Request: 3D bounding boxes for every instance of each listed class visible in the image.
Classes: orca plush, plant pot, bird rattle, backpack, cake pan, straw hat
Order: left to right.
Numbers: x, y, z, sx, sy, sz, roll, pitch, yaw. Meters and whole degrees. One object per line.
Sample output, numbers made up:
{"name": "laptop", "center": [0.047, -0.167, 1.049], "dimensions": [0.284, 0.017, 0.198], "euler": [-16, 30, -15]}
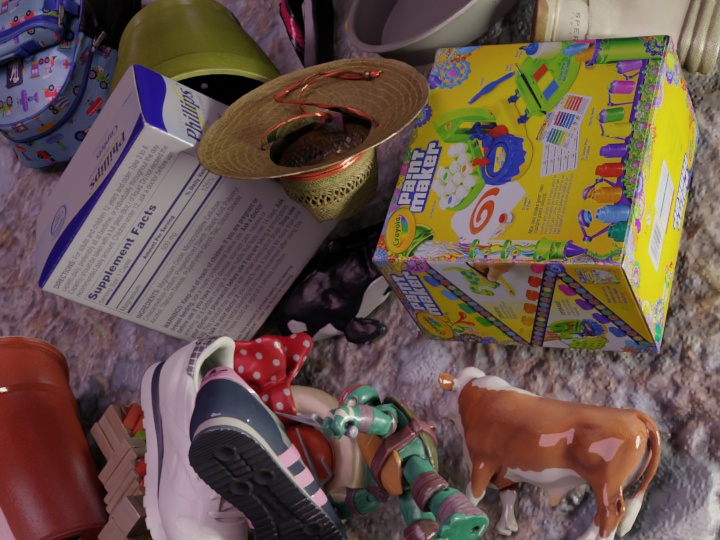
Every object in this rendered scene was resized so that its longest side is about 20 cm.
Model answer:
{"name": "plant pot", "center": [-0.315, 0.199, 1.157], "dimensions": [0.201, 0.200, 0.196], "euler": [-42, 60, 10]}
{"name": "backpack", "center": [-0.341, -0.221, 1.392], "dimensions": [0.181, 0.134, 0.203], "euler": [-9, 67, 31]}
{"name": "plant pot", "center": [-0.154, -0.156, 1.218], "dimensions": [0.199, 0.200, 0.194], "euler": [-35, 42, 15]}
{"name": "bird rattle", "center": [-0.068, 0.152, 1.085], "dimensions": [0.161, 0.113, 0.202], "euler": [18, 72, 19]}
{"name": "straw hat", "center": [-0.026, -0.086, 1.013], "dimensions": [0.199, 0.086, 0.202], "euler": [-12, 30, 7]}
{"name": "orca plush", "center": [0.000, 0.000, 1.104], "dimensions": [0.198, 0.071, 0.106], "euler": [-16, 62, 26]}
{"name": "cake pan", "center": [0.076, -0.247, 1.086], "dimensions": [0.199, 0.037, 0.201], "euler": [-30, 34, 23]}

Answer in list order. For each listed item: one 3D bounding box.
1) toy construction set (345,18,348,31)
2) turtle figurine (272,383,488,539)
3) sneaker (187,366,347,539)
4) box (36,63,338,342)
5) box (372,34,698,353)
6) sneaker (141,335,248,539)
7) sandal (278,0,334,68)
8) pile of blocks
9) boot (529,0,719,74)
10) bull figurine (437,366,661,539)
{"name": "toy construction set", "center": [0.037, -0.315, 1.209], "dimensions": [0.200, 0.092, 0.131], "euler": [-44, 52, 9]}
{"name": "turtle figurine", "center": [0.015, 0.144, 0.957], "dimensions": [0.100, 0.151, 0.200], "euler": [-29, 50, -16]}
{"name": "sneaker", "center": [-0.061, 0.150, 0.949], "dimensions": [0.069, 0.201, 0.083], "euler": [-18, 40, 10]}
{"name": "box", "center": [-0.149, -0.047, 1.106], "dimensions": [0.184, 0.199, 0.105], "euler": [-52, 34, 25]}
{"name": "box", "center": [0.138, -0.059, 0.978], "dimensions": [0.191, 0.122, 0.202], "euler": [3, 60, 28]}
{"name": "sneaker", "center": [-0.115, 0.150, 0.981], "dimensions": [0.080, 0.076, 0.202], "euler": [-27, 67, 33]}
{"name": "sandal", "center": [-0.054, -0.224, 1.237], "dimensions": [0.044, 0.075, 0.202], "euler": [-8, 67, 15]}
{"name": "pile of blocks", "center": [-0.180, 0.178, 1.115], "dimensions": [0.062, 0.082, 0.201], "euler": [-53, 28, 18]}
{"name": "boot", "center": [0.225, -0.223, 1.051], "dimensions": [0.153, 0.073, 0.201], "euler": [11, 37, 10]}
{"name": "bull figurine", "center": [0.127, 0.139, 0.962], "dimensions": [0.198, 0.065, 0.123], "euler": [4, 81, 43]}
